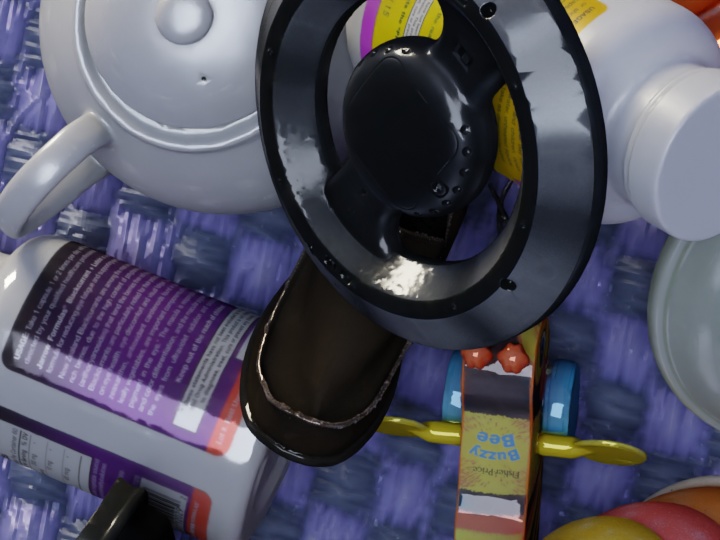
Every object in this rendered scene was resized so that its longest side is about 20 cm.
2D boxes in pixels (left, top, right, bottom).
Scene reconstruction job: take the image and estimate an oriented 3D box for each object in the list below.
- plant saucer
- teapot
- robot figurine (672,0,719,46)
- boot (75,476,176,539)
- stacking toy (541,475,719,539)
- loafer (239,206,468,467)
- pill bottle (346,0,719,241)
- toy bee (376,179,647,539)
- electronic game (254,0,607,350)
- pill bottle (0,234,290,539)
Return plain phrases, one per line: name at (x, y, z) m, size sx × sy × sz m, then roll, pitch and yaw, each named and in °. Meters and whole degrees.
plant saucer at (0.233, 0.014, 1.366) m, size 0.200 × 0.050 × 0.200 m, roll -9°, pitch 128°, yaw -11°
teapot at (-0.073, -0.114, 1.418) m, size 0.197 × 0.146 × 0.200 m, roll 1°, pitch 95°, yaw 10°
robot figurine at (0.210, -0.087, 1.388) m, size 0.200 × 0.144 × 0.117 m, roll -37°, pitch 58°, yaw 10°
boot at (-0.066, 0.182, 1.418) m, size 0.158 × 0.211 × 0.079 m, roll 28°, pitch 71°, yaw 11°
stacking toy at (0.117, 0.160, 1.362) m, size 0.146 × 0.200 × 0.146 m, roll -8°, pitch 78°, yaw 38°
loafer at (0.000, 0.000, 1.397) m, size 0.073 × 0.071 × 0.200 m, roll 22°, pitch 56°, yaw 1°
pill bottle at (0.090, -0.086, 1.329) m, size 0.200 × 0.104 × 0.104 m, roll 34°, pitch 100°, yaw 43°
toy bee at (0.061, 0.060, 1.427) m, size 0.131 × 0.109 × 0.200 m, roll -15°, pitch 91°, yaw 12°
electronic game at (0.027, -0.063, 1.297) m, size 0.200 × 0.042 × 0.200 m, roll 18°, pitch 117°, yaw 40°
pill bottle at (-0.129, 0.049, 1.455) m, size 0.200 × 0.111 × 0.112 m, roll 22°, pitch 97°, yaw 7°
